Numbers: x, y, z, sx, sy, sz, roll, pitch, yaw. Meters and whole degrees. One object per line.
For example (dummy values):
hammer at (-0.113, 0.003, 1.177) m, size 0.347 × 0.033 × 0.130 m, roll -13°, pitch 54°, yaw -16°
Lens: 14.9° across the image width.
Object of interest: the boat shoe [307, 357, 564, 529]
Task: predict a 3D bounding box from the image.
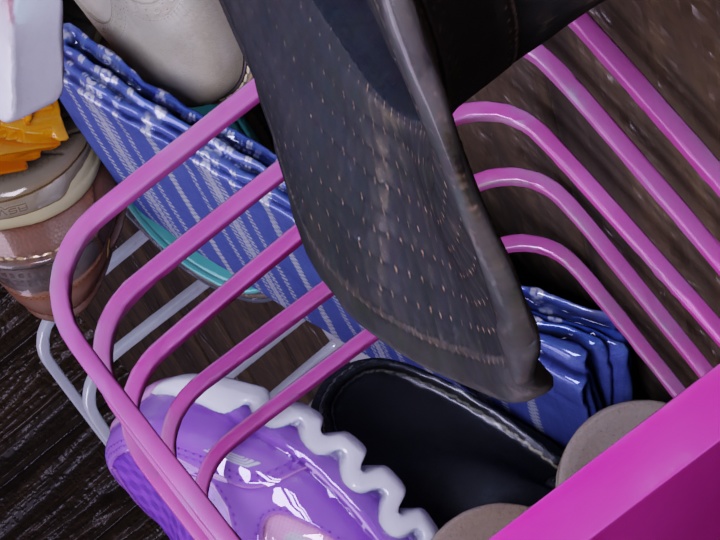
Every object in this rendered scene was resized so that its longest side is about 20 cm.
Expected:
boat shoe at (0.068, 0.083, 0.801) m, size 0.200 × 0.072 × 0.068 m, roll 37°, pitch 147°, yaw 18°

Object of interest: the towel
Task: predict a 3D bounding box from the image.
towel at (0.000, 0.000, 0.846) m, size 0.199 × 0.024 × 0.145 m, roll 30°, pitch 168°, yaw 18°

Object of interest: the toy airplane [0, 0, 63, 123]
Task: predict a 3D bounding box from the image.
toy airplane at (-0.124, -0.113, 0.525) m, size 0.199 × 0.140 × 0.202 m, roll -156°, pitch 59°, yaw -74°

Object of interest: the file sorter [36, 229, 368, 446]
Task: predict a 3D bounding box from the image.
file sorter at (-0.021, 0.071, 1.093) m, size 0.200 × 0.124 × 0.139 m, roll 44°, pitch 169°, yaw 43°

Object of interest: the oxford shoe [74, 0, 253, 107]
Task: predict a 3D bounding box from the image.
oxford shoe at (-0.105, -0.120, 0.807) m, size 0.071 × 0.074 × 0.200 m, roll -25°, pitch 108°, yaw 47°

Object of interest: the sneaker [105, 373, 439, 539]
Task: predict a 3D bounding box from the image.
sneaker at (-0.006, 0.120, 0.778) m, size 0.200 × 0.088 × 0.080 m, roll 48°, pitch 152°, yaw -4°

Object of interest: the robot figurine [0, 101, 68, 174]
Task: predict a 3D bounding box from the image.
robot figurine at (-0.168, -0.119, 0.838) m, size 0.058 × 0.144 × 0.201 m, roll -29°, pitch 78°, yaw 42°

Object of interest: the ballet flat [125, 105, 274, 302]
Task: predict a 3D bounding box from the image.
ballet flat at (-0.080, -0.063, 1.067) m, size 0.200 × 0.073 × 0.073 m, roll 42°, pitch 170°, yaw 19°

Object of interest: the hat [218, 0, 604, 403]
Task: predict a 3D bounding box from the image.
hat at (0.007, -0.084, 0.403) m, size 0.201 × 0.080 × 0.201 m, roll 62°, pitch 170°, yaw 19°

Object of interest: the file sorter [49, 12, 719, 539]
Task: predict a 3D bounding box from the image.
file sorter at (0.023, 0.034, 0.645) m, size 0.126 × 0.139 × 0.200 m, roll 51°, pitch 173°, yaw 18°

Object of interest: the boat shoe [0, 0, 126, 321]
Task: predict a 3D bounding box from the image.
boat shoe at (-0.110, -0.056, 0.969) m, size 0.201 × 0.071 × 0.068 m, roll -91°, pitch -12°, yaw -56°

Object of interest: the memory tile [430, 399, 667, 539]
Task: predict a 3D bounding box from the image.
memory tile at (0.085, 0.144, 0.727) m, size 0.200 × 0.153 × 0.017 m, roll 50°, pitch 167°, yaw 14°
